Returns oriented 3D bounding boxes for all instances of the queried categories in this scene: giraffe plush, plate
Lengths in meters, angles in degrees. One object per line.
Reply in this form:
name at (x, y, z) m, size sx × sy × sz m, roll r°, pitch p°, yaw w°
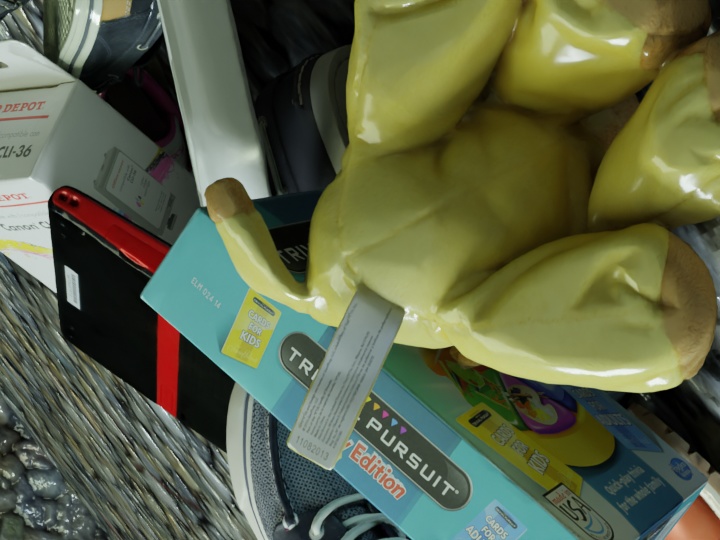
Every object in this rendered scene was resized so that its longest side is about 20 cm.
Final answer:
giraffe plush at (0.058, -0.023, 0.721) m, size 0.173 × 0.200 × 0.162 m, roll 44°, pitch -168°, yaw 12°
plate at (-0.069, -0.072, 0.980) m, size 0.200 × 0.032 × 0.201 m, roll 83°, pitch 173°, yaw -57°

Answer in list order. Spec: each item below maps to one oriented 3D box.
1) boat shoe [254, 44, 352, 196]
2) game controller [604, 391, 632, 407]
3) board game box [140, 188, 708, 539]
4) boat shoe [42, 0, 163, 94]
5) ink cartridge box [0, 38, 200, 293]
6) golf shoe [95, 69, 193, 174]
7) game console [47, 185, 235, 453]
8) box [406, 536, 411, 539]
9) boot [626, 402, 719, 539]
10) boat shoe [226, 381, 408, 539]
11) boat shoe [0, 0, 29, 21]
boat shoe at (0.000, 0.000, 0.944) m, size 0.062 × 0.072 × 0.202 m, roll -10°, pitch 96°, yaw 39°
game controller at (0.083, 0.032, 0.954) m, size 0.105 × 0.042 × 0.200 m, roll 63°, pitch 167°, yaw 18°
board game box at (0.030, 0.048, 0.809) m, size 0.200 × 0.047 × 0.151 m, roll 41°, pitch -161°, yaw 14°
boat shoe at (-0.141, -0.134, 1.132) m, size 0.200 × 0.062 × 0.075 m, roll 149°, pitch 117°, yaw -72°
ink cartridge box at (-0.168, -0.045, 1.159) m, size 0.116 × 0.068 × 0.200 m, roll -2°, pitch 148°, yaw 44°
golf shoe at (-0.124, -0.050, 1.273) m, size 0.201 × 0.075 × 0.091 m, roll 56°, pitch 160°, yaw -17°
game console at (-0.094, 0.040, 1.133) m, size 0.176 × 0.031 × 0.200 m, roll 35°, pitch 158°, yaw 9°
box at (0.042, 0.152, 0.982) m, size 0.200 × 0.040 × 0.138 m, roll -131°, pitch 27°, yaw -54°
boot at (0.126, 0.148, 0.941) m, size 0.075 × 0.107 × 0.201 m, roll 41°, pitch 159°, yaw 38°
boat shoe at (0.005, 0.128, 0.913) m, size 0.093 × 0.074 × 0.202 m, roll -23°, pitch 84°, yaw 59°
boat shoe at (-0.194, -0.183, 1.075) m, size 0.072 × 0.068 × 0.201 m, roll 33°, pitch -158°, yaw -22°
